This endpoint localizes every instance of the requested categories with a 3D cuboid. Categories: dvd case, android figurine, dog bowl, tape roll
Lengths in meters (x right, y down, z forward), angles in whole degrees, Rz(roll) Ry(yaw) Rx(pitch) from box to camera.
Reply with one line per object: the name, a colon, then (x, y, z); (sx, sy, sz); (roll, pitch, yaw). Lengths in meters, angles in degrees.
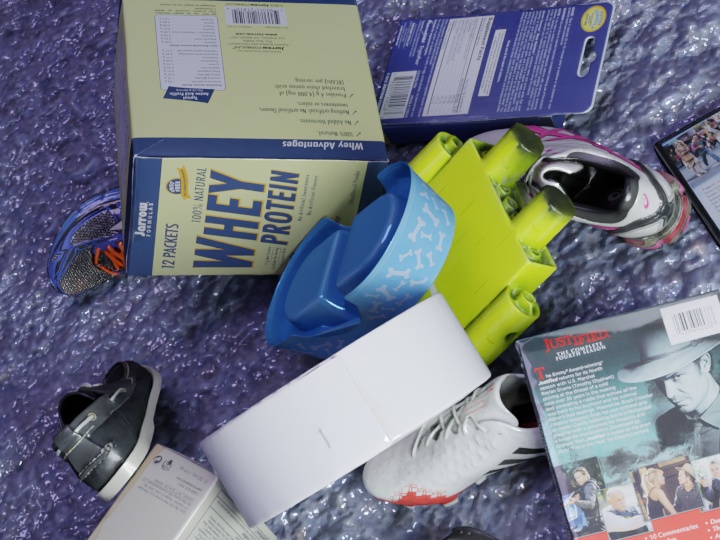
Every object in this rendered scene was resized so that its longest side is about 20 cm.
dvd case: (0.195, 0.122, 1.085); (0.145, 0.022, 0.201); (-15, 71, -1)
android figurine: (0.073, -0.012, 1.248); (0.200, 0.041, 0.183); (-45, 50, 32)
dog bowl: (0.000, 0.000, 1.234); (0.200, 0.049, 0.112); (-36, 32, 49)
tape roll: (-0.010, 0.097, 1.158); (0.202, 0.202, 0.071); (-32, 86, 3)
dvd case: (0.319, -0.061, 1.226); (0.142, 0.018, 0.200); (-29, 48, 6)

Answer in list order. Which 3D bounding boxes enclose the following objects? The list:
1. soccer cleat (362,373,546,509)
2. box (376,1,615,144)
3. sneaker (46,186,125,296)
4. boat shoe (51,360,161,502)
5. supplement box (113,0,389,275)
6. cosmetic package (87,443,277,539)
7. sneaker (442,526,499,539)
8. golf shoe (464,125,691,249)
soccer cleat: (0.088, 0.111, 1.172); (0.199, 0.085, 0.069); (-16, 50, 16)
box: (0.114, -0.165, 1.402); (0.199, 0.032, 0.122); (-1, 56, 29)
sneaker: (-0.180, -0.034, 1.433); (0.199, 0.075, 0.079); (-31, 50, 6)
boat shoe: (-0.196, 0.107, 1.285); (0.072, 0.067, 0.200); (-55, 11, 11)
supplement box: (-0.095, -0.114, 1.351); (0.199, 0.135, 0.200); (0, 49, -11)
cosmetic package: (-0.158, 0.238, 1.194); (0.073, 0.104, 0.200); (22, 67, 38)
sneaker: (0.060, 0.218, 1.124); (0.199, 0.077, 0.084); (-4, 41, 17)
golf shoe: (0.150, -0.075, 1.269); (0.199, 0.092, 0.073); (17, 87, 38)
